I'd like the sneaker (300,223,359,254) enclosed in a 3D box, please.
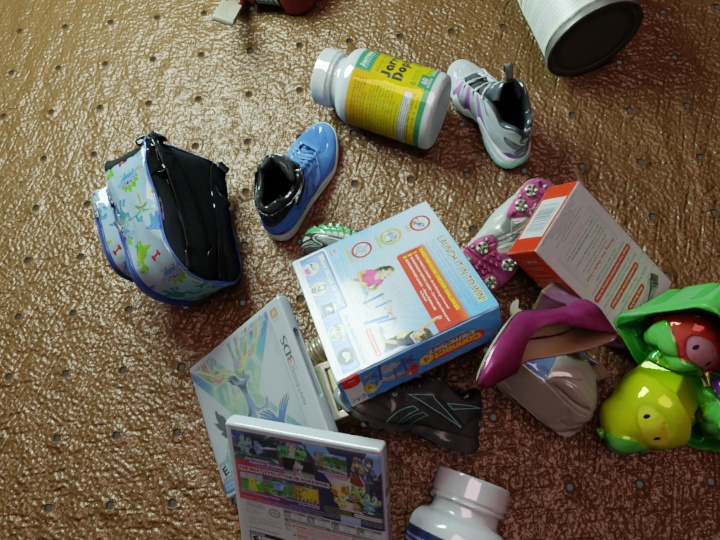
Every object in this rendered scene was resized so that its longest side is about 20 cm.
[{"bbox_3d":[0.000,0.000,0.805,0.197,0.078,0.086,26,76,12],"label":"sneaker"}]

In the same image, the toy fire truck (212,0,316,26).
[{"bbox_3d":[-0.164,-0.476,0.968,0.172,0.129,0.204,11,84,8],"label":"toy fire truck"}]

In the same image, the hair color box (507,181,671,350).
[{"bbox_3d":[0.295,-0.003,0.740,0.199,0.064,0.112,41,76,-15],"label":"hair color box"}]

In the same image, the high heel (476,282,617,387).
[{"bbox_3d":[0.209,0.084,0.634,0.096,0.068,0.199,36,51,25],"label":"high heel"}]

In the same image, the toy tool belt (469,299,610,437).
[{"bbox_3d":[0.223,0.104,0.744,0.199,0.126,0.123,38,47,13],"label":"toy tool belt"}]

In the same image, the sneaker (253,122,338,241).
[{"bbox_3d":[-0.093,-0.152,0.847,0.076,0.112,0.203,24,75,13],"label":"sneaker"}]

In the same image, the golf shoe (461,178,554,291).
[{"bbox_3d":[0.194,-0.038,0.806,0.075,0.092,0.200,44,93,-2],"label":"golf shoe"}]

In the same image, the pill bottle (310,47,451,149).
[{"bbox_3d":[0.030,-0.268,0.875,0.197,0.113,0.114,21,74,12],"label":"pill bottle"}]

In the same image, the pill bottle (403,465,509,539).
[{"bbox_3d":[0.102,0.339,0.659,0.117,0.120,0.203,17,74,10],"label":"pill bottle"}]

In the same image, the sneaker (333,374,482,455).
[{"bbox_3d":[0.061,0.159,0.699,0.197,0.075,0.081,20,87,-18],"label":"sneaker"}]

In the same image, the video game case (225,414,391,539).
[{"bbox_3d":[-0.060,0.267,0.674,0.196,0.023,0.186,4,109,21],"label":"video game case"}]

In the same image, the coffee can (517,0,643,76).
[{"bbox_3d":[0.319,-0.429,0.885,0.143,0.147,0.204,-17,70,-1],"label":"coffee can"}]

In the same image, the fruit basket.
[{"bbox_3d":[0.377,0.138,0.669,0.211,0.155,0.221,5,78,-25],"label":"fruit basket"}]

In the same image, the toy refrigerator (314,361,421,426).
[{"bbox_3d":[-0.017,0.155,0.759,0.196,0.070,0.077,-21,71,-1],"label":"toy refrigerator"}]

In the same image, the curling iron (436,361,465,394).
[{"bbox_3d":[0.125,0.110,0.787,0.048,0.026,0.204,9,67,-12],"label":"curling iron"}]

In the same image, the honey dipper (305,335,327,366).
[{"bbox_3d":[-0.003,0.069,0.773,0.199,0.038,0.038,-37,71,11],"label":"honey dipper"}]

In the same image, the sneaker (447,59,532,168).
[{"bbox_3d":[0.195,-0.263,0.843,0.077,0.140,0.202,-29,72,-5],"label":"sneaker"}]

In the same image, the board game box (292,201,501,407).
[{"bbox_3d":[0.036,0.031,0.690,0.193,0.056,0.202,-24,46,-3],"label":"board game box"}]

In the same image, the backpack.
[{"bbox_3d":[-0.260,-0.053,0.799,0.145,0.182,0.203,-26,73,20],"label":"backpack"}]

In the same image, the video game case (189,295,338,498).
[{"bbox_3d":[-0.132,0.163,0.733,0.199,0.022,0.185,-37,65,28],"label":"video game case"}]
